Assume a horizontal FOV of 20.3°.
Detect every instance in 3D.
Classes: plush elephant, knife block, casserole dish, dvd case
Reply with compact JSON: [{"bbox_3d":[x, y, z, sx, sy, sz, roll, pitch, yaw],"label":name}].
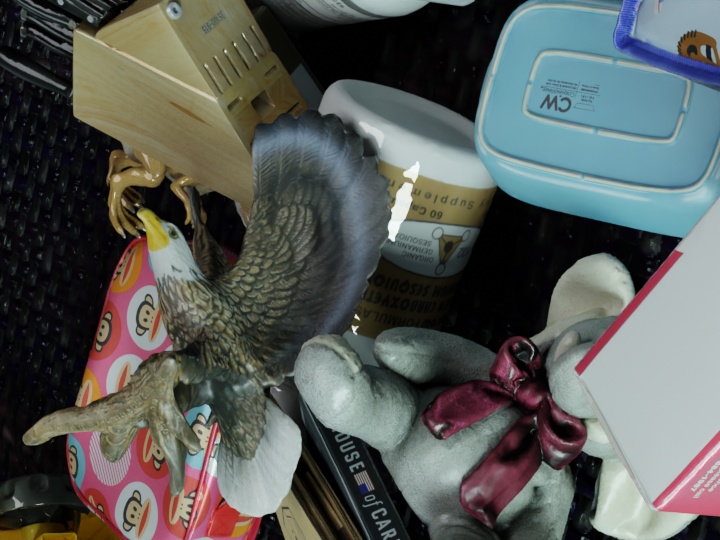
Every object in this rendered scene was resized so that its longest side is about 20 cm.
[{"bbox_3d":[0.093,0.078,1.048,0.155,0.200,0.165,-36,72,16],"label":"plush elephant"},{"bbox_3d":[-0.134,-0.114,1.239,0.175,0.064,0.200,-16,112,46],"label":"knife block"},{"bbox_3d":[0.137,-0.088,1.064,0.199,0.039,0.122,15,88,38],"label":"casserole dish"},{"bbox_3d":[0.012,0.170,1.125,0.200,0.025,0.151,80,166,-55],"label":"dvd case"}]

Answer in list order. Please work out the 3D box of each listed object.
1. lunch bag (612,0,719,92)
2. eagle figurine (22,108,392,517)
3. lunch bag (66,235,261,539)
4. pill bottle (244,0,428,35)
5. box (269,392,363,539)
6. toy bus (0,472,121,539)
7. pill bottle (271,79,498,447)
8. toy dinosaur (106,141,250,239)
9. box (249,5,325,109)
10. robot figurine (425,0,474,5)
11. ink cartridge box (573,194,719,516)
[{"bbox_3d":[0.241,-0.107,0.878,0.200,0.169,0.124,26,108,48],"label":"lunch bag"},{"bbox_3d":[-0.072,0.018,1.088,0.151,0.200,0.152,16,127,20],"label":"eagle figurine"},{"bbox_3d":[-0.108,0.089,1.324,0.176,0.082,0.201,31,107,46],"label":"lunch bag"},{"bbox_3d":[-0.011,-0.207,1.228,0.200,0.113,0.114,-2,83,49],"label":"pill bottle"},{"bbox_3d":[-0.014,0.179,1.139,0.164,0.021,0.201,53,163,51],"label":"box"},{"bbox_3d":[-0.285,0.230,1.430,0.192,0.199,0.136,-31,61,51],"label":"toy bus"},{"bbox_3d":[0.000,0.000,1.186,0.114,0.114,0.201,38,114,45],"label":"pill bottle"},{"bbox_3d":[-0.140,-0.086,1.324,0.200,0.060,0.106,37,114,8],"label":"toy dinosaur"},{"bbox_3d":[-0.098,-0.107,1.320,0.200,0.121,0.032,-1,43,50],"label":"box"},{"bbox_3d":[0.068,-0.217,1.071,0.113,0.199,0.170,48,120,42],"label":"robot figurine"},{"bbox_3d":[0.216,0.034,0.866,0.145,0.199,0.085,-53,46,30],"label":"ink cartridge box"}]
